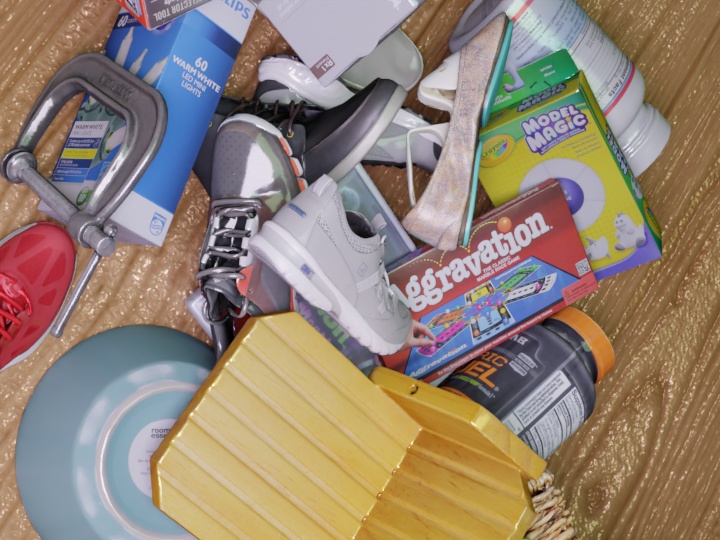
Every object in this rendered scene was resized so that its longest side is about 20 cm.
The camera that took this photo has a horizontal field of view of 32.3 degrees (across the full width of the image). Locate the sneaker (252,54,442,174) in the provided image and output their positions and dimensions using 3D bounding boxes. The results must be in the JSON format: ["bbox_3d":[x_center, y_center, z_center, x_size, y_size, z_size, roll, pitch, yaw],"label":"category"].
[{"bbox_3d":[-0.003,-0.111,1.047,0.198,0.074,0.080,20,90,-16],"label":"sneaker"}]

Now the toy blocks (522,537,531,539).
[{"bbox_3d":[0.148,0.255,0.886,0.197,0.136,0.102,3,90,-21],"label":"toy blocks"}]

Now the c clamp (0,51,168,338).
[{"bbox_3d":[-0.210,-0.073,0.897,0.027,0.200,0.172,31,98,-43],"label":"c clamp"}]

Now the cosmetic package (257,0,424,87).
[{"bbox_3d":[0.015,-0.232,0.965,0.090,0.106,0.200,50,32,-6],"label":"cosmetic package"}]

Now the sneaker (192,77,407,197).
[{"bbox_3d":[-0.061,-0.107,0.953,0.106,0.199,0.075,48,34,-12],"label":"sneaker"}]

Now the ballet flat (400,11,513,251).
[{"bbox_3d":[0.073,-0.119,0.998,0.066,0.068,0.203,12,78,4],"label":"ballet flat"}]

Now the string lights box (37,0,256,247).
[{"bbox_3d":[-0.162,-0.124,0.947,0.059,0.102,0.202,30,74,-41],"label":"string lights box"}]

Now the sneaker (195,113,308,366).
[{"bbox_3d":[-0.084,-0.012,0.915,0.082,0.076,0.203,-26,114,-63],"label":"sneaker"}]

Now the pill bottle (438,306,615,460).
[{"bbox_3d":[0.128,0.116,1.063,0.199,0.106,0.107,-38,101,-22],"label":"pill bottle"}]

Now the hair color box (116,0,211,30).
[{"bbox_3d":[-0.162,-0.264,0.916,0.110,0.200,0.064,-30,141,-22],"label":"hair color box"}]

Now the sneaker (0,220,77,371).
[{"bbox_3d":[-0.265,0.046,0.888,0.078,0.115,0.201,38,73,-16],"label":"sneaker"}]

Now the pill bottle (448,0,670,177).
[{"bbox_3d":[0.180,-0.169,1.104,0.200,0.108,0.109,42,72,-16],"label":"pill bottle"}]

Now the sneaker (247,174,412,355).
[{"bbox_3d":[0.000,0.000,0.908,0.082,0.075,0.200,-50,150,-1],"label":"sneaker"}]

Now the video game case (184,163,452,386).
[{"bbox_3d":[-0.017,0.044,1.022,0.181,0.023,0.201,-41,110,-14],"label":"video game case"}]

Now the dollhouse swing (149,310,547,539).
[{"bbox_3d":[-0.012,0.149,0.864,0.201,0.181,0.176,-54,130,-17],"label":"dollhouse swing"}]

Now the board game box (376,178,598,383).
[{"bbox_3d":[0.096,0.014,1.034,0.198,0.019,0.104,-28,107,-11],"label":"board game box"}]

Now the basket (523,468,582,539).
[{"bbox_3d":[0.080,0.258,1.009,0.199,0.142,0.150,-32,101,-17],"label":"basket"}]

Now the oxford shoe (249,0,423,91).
[{"bbox_3d":[-0.025,-0.215,1.045,0.199,0.058,0.076,35,70,-20],"label":"oxford shoe"}]

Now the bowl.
[{"bbox_3d":[-0.152,0.142,0.938,0.198,0.105,0.204,2,86,-24],"label":"bowl"}]

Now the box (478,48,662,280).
[{"bbox_3d":[0.169,-0.081,1.070,0.201,0.116,0.049,58,26,-21],"label":"box"}]
